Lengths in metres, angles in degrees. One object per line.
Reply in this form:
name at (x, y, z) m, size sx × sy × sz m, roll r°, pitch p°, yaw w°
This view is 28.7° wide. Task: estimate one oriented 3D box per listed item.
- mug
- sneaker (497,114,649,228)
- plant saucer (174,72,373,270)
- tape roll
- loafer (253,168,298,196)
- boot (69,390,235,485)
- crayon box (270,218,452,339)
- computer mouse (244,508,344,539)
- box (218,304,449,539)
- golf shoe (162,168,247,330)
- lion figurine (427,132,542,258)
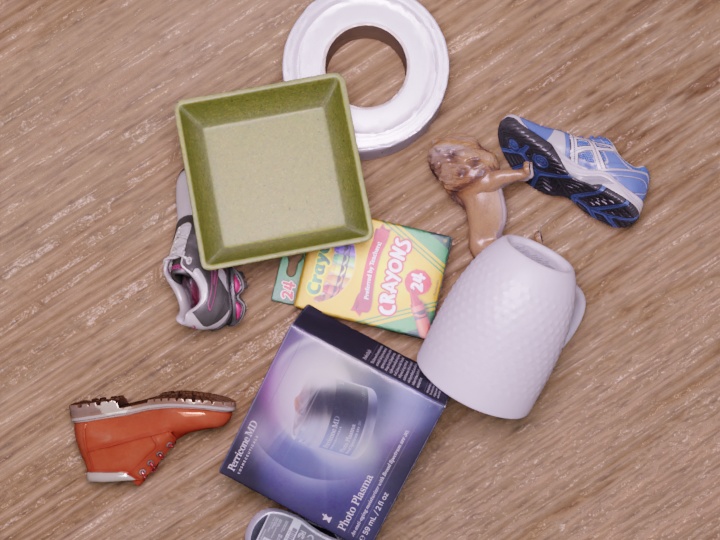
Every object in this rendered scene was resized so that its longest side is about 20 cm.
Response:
mug at (0.184, 0.058, 1.623) m, size 0.148 × 0.199 × 0.176 m, roll 41°, pitch 114°, yaw 40°
sneaker at (0.255, -0.130, 1.691) m, size 0.199 × 0.076 × 0.077 m, roll 33°, pitch 61°, yaw 5°
plant saucer at (-0.099, -0.110, 1.615) m, size 0.198 × 0.048 × 0.201 m, roll -10°, pitch 82°, yaw -4°
tape roll at (0.007, -0.237, 1.691) m, size 0.201 × 0.071 × 0.204 m, roll 0°, pitch 86°, yaw 0°
loafer at (-0.128, -0.122, 1.677) m, size 0.070 × 0.068 × 0.201 m, roll -45°, pitch 79°, yaw 7°
boot at (-0.240, 0.198, 1.668) m, size 0.199 × 0.075 × 0.108 m, roll -8°, pitch 89°, yaw 8°
crayon box at (0.000, 0.000, 1.685) m, size 0.199 × 0.051 × 0.128 m, roll 13°, pitch 87°, yaw 2°
computer mouse at (-0.042, 0.339, 1.669) m, size 0.199 × 0.044 × 0.110 m, roll 28°, pitch 91°, yaw -3°
box at (-0.027, 0.179, 1.617) m, size 0.198 × 0.123 × 0.201 m, roll 27°, pitch 102°, yaw 3°
golf shoe at (-0.190, -0.028, 1.661) m, size 0.077 × 0.088 × 0.201 m, roll -17°, pitch 83°, yaw 39°
lion figurine at (0.152, -0.068, 1.676) m, size 0.122 × 0.072 × 0.201 m, roll -9°, pitch 95°, yaw 14°
